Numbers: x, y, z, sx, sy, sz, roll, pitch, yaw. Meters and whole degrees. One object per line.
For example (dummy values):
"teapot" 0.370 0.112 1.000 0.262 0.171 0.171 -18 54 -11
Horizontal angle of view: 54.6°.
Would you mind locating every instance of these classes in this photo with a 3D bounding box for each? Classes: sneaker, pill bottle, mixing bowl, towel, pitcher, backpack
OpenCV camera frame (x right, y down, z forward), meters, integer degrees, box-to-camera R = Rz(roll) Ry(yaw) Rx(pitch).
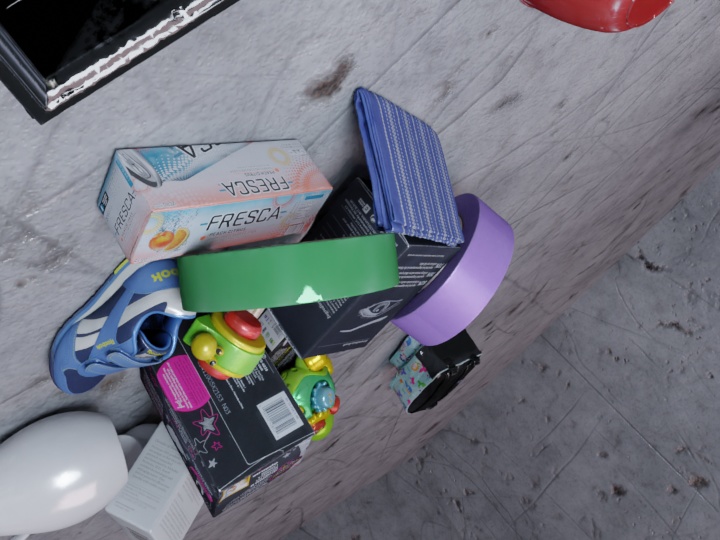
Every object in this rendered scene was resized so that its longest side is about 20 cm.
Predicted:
"sneaker" -0.234 0.067 0.685 0.200 0.083 0.074 -45 160 22
"pill bottle" -0.286 0.276 1.009 0.104 0.105 0.200 -39 160 5
"mixing bowl" 0.259 -0.310 0.674 0.198 0.109 0.201 -32 158 -14
"towel" 0.054 -0.101 0.742 0.023 0.148 0.199 -16 170 26
"pitcher" -0.370 0.254 0.789 0.197 0.122 0.174 -18 139 -29
"backpack" 0.154 0.222 1.565 0.175 0.151 0.202 -17 144 -38

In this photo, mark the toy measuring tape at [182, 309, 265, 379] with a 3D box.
"toy measuring tape" -0.123 0.071 0.739 0.073 0.074 0.200 -41 176 11

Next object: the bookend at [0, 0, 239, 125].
"bookend" -0.118 -0.200 0.296 0.198 0.093 0.199 -35 159 -10

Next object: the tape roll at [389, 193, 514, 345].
"tape roll" 0.113 -0.003 0.935 0.201 0.065 0.201 -48 -161 23

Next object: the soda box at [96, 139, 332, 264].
"soda box" -0.120 -0.066 0.612 0.198 0.069 0.064 -15 151 -47

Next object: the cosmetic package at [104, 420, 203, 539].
"cosmetic package" -0.228 0.246 0.895 0.102 0.070 0.202 87 26 -51

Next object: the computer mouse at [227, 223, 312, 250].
"computer mouse" -0.107 -0.024 0.760 0.200 0.044 0.109 -48 157 25

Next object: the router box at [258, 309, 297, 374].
"router box" -0.114 0.109 1.016 0.200 0.051 0.148 -47 160 24

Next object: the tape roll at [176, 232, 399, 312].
"tape roll" -0.064 -0.001 0.632 0.196 0.049 0.200 -6 -177 0

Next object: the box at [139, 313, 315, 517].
"box" -0.162 0.158 0.826 0.131 0.201 0.115 -25 159 -28

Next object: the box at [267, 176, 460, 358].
"box" 0.000 0.000 0.842 0.200 0.105 0.147 -46 158 23

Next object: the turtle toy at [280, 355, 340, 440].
"turtle toy" -0.087 0.198 1.032 0.145 0.102 0.200 -35 162 -5
